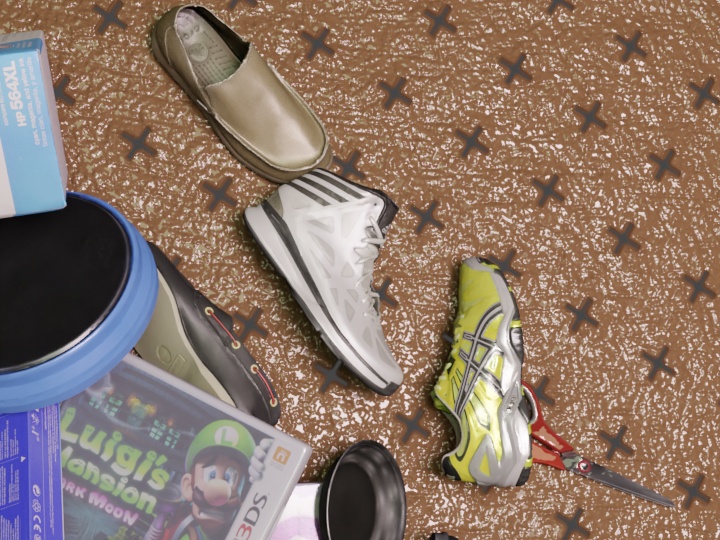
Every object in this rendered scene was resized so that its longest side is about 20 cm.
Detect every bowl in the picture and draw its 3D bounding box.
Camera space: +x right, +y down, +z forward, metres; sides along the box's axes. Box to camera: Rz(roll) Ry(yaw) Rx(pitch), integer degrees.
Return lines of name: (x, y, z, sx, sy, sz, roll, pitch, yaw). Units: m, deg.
bowl: (-0.260, 0.017, 0.919, 0.200, 0.039, 0.201, -6, 50, 7)

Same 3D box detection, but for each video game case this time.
video game case: (-0.164, 0.175, 0.909, 0.200, 0.023, 0.182, 25, 85, 14)

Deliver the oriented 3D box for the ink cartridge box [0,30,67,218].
ink cartridge box: (-0.340, -0.108, 0.916, 0.200, 0.129, 0.126, -9, 110, -11)

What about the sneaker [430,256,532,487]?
sneaker: (0.097, 0.083, 0.995, 0.076, 0.075, 0.200, -4, 70, -3)

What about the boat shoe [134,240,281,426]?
boat shoe: (-0.141, 0.057, 0.977, 0.063, 0.074, 0.202, -23, 73, -45)

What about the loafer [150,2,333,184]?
loafer: (-0.104, -0.152, 1.011, 0.200, 0.067, 0.076, 42, 77, 0)

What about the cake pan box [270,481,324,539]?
cake pan box: (-0.123, 0.264, 0.950, 0.199, 0.052, 0.185, 2, 78, -8)

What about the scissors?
scissors: (0.182, 0.173, 1.032, 0.200, 0.014, 0.073, 39, 75, -2)

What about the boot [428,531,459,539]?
boot: (0.155, 0.296, 0.975, 0.199, 0.066, 0.165, -1, 93, -3)

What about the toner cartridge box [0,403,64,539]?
toner cartridge box: (-0.277, 0.161, 0.889, 0.095, 0.043, 0.200, -21, 56, 16)

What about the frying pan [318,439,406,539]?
frying pan: (0.017, 0.225, 0.981, 0.190, 0.031, 0.115, 61, 40, -30)

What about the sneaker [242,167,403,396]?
sneaker: (0.000, 0.000, 0.987, 0.115, 0.076, 0.201, -35, 85, 3)
